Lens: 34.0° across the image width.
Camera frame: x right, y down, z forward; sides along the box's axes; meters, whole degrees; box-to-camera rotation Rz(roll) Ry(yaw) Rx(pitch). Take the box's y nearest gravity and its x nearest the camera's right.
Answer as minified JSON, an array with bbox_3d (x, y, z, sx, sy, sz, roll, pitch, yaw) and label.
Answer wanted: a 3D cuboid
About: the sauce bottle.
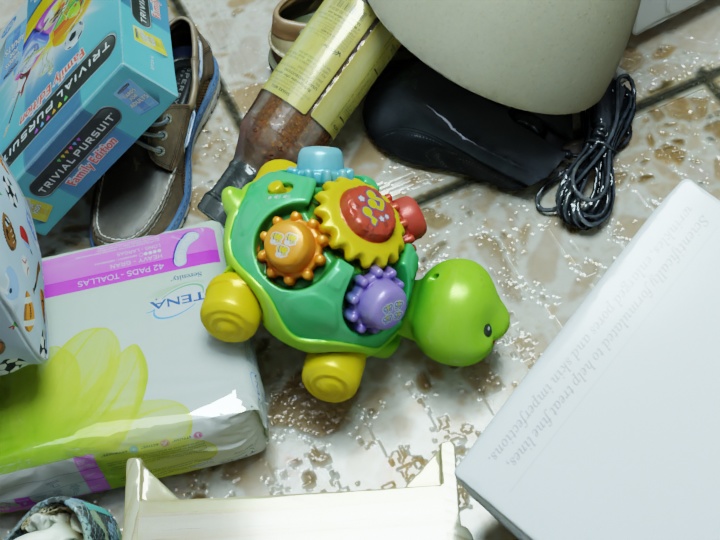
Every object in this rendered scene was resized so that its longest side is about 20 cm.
[{"bbox_3d":[-0.043,-0.115,0.830,0.066,0.066,0.201,35,86,23],"label":"sauce bottle"}]

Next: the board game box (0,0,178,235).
[{"bbox_3d":[-0.199,-0.148,0.831,0.151,0.047,0.201,-40,41,26],"label":"board game box"}]

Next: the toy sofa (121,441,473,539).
[{"bbox_3d":[-0.036,0.161,0.672,0.198,0.083,0.098,-4,61,2],"label":"toy sofa"}]

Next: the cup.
[{"bbox_3d":[0.116,-0.225,0.790,0.199,0.144,0.201,17,43,-16],"label":"cup"}]

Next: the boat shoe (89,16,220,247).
[{"bbox_3d":[-0.156,-0.098,0.849,0.072,0.073,0.201,5,59,8],"label":"boat shoe"}]

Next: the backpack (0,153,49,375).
[{"bbox_3d":[-0.268,-0.017,0.670,0.153,0.201,0.191,-19,52,-12],"label":"backpack"}]

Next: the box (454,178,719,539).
[{"bbox_3d":[0.188,0.099,0.617,0.200,0.131,0.199,38,84,17],"label":"box"}]

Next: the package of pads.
[{"bbox_3d":[-0.165,0.063,0.752,0.198,0.068,0.155,-13,57,-3],"label":"package of pads"}]

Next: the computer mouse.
[{"bbox_3d":[0.096,-0.115,0.852,0.198,0.053,0.139,14,60,13],"label":"computer mouse"}]

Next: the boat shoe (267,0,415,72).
[{"bbox_3d":[0.021,-0.204,0.900,0.199,0.074,0.076,-26,59,-11],"label":"boat shoe"}]

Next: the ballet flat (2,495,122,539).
[{"bbox_3d":[-0.224,0.203,0.670,0.074,0.074,0.200,34,67,23],"label":"ballet flat"}]

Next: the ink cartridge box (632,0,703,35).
[{"bbox_3d":[0.215,-0.317,0.904,0.145,0.147,0.200,-26,56,-12],"label":"ink cartridge box"}]

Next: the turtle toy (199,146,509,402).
[{"bbox_3d":[0.000,0.000,0.741,0.199,0.101,0.146,32,45,-16],"label":"turtle toy"}]
